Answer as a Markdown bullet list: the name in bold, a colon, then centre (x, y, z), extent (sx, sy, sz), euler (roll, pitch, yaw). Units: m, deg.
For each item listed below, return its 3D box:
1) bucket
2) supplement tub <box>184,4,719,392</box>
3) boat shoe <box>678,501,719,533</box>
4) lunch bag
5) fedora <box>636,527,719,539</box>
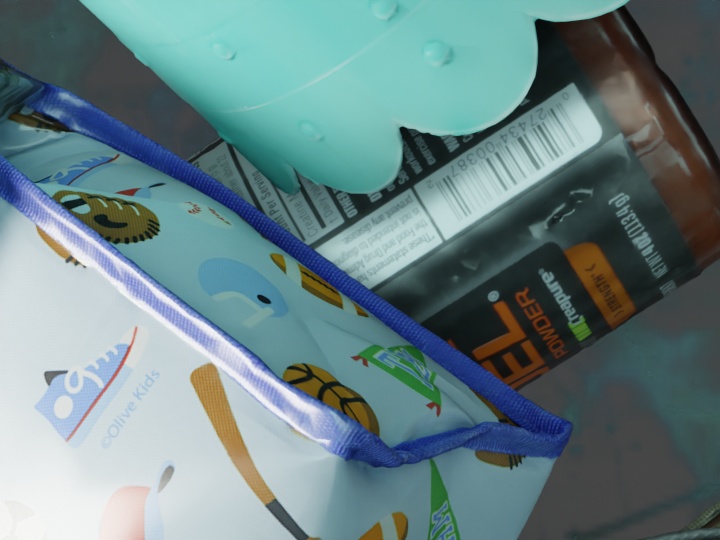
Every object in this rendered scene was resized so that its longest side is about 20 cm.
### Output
- **bucket**: centre (-0.010, -0.135, 0.648), extent (0.134, 0.207, 0.208), euler (36, 94, -26)
- **supplement tub**: centre (0.000, 0.000, 0.749), extent (0.199, 0.107, 0.107), euler (-33, 87, 5)
- **boat shoe**: centre (0.114, 0.098, 0.755), extent (0.199, 0.072, 0.076), euler (-37, 87, 4)
- **lunch bag**: centre (-0.081, 0.056, 0.655), extent (0.200, 0.124, 0.171), euler (37, 105, 31)
- **fedora**: centre (0.094, 0.158, 0.686), extent (0.198, 0.090, 0.178), euler (3, 117, -24)
